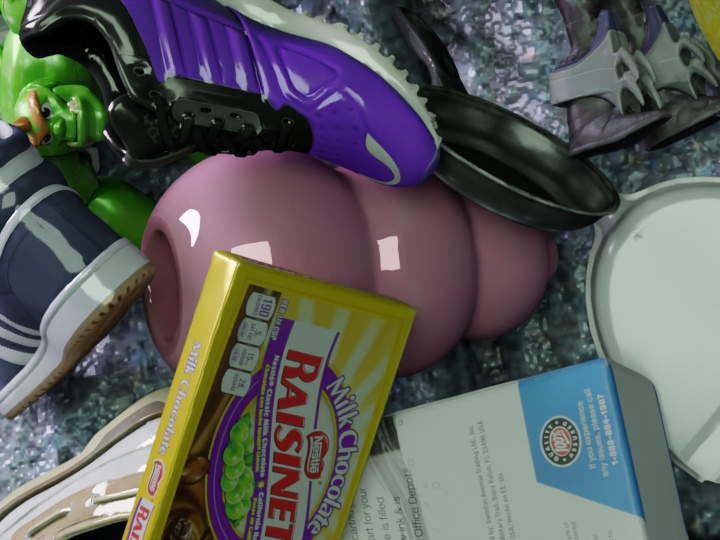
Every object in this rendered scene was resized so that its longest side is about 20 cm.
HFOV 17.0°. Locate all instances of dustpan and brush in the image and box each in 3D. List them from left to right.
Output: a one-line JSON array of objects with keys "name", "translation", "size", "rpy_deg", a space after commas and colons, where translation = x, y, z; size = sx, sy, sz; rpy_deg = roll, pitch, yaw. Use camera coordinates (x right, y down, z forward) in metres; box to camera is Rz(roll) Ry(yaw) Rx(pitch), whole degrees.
[{"name": "dustpan and brush", "translation": [0.142, -0.011, 1.169], "size": [0.200, 0.057, 0.140], "rpy_deg": [42, 96, 9]}]

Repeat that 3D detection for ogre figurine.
[{"name": "ogre figurine", "translation": [-0.117, -0.087, 1.166], "size": [0.120, 0.200, 0.098], "rpy_deg": [-2, 48, -12]}]

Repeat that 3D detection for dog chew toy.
[{"name": "dog chew toy", "translation": [0.000, 0.000, 1.142], "size": [0.200, 0.125, 0.125], "rpy_deg": [-4, 76, -21]}]

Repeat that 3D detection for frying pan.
[{"name": "frying pan", "translation": [0.044, -0.073, 1.149], "size": [0.190, 0.115, 0.031], "rpy_deg": [40, 113, 31]}]

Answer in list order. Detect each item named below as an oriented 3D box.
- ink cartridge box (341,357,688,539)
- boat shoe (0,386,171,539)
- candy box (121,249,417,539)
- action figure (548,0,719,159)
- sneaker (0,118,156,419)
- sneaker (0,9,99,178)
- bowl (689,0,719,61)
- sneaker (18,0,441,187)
[{"name": "ink cartridge box", "translation": [0.047, 0.137, 1.116], "size": [0.200, 0.084, 0.145], "rpy_deg": [-16, 75, 19]}, {"name": "boat shoe", "translation": [-0.131, 0.135, 1.130], "size": [0.075, 0.068, 0.200], "rpy_deg": [28, 127, -21]}, {"name": "candy box", "translation": [-0.049, 0.098, 1.057], "size": [0.026, 0.102, 0.200], "rpy_deg": [23, 96, 51]}, {"name": "action figure", "translation": [0.109, -0.155, 1.166], "size": [0.069, 0.130, 0.200], "rpy_deg": [-30, 76, 36]}, {"name": "sneaker", "translation": [-0.167, -0.001, 1.143], "size": [0.109, 0.200, 0.070], "rpy_deg": [45, 64, -1]}, {"name": "sneaker", "translation": [-0.183, -0.083, 1.234], "size": [0.075, 0.081, 0.200], "rpy_deg": [-8, 95, -24]}, {"name": "bowl", "translation": [0.208, -0.167, 1.131], "size": [0.108, 0.200, 0.200], "rpy_deg": [17, 81, 41]}, {"name": "sneaker", "translation": [-0.065, -0.077, 1.071], "size": [0.200, 0.070, 0.100], "rpy_deg": [32, 65, 1]}]
